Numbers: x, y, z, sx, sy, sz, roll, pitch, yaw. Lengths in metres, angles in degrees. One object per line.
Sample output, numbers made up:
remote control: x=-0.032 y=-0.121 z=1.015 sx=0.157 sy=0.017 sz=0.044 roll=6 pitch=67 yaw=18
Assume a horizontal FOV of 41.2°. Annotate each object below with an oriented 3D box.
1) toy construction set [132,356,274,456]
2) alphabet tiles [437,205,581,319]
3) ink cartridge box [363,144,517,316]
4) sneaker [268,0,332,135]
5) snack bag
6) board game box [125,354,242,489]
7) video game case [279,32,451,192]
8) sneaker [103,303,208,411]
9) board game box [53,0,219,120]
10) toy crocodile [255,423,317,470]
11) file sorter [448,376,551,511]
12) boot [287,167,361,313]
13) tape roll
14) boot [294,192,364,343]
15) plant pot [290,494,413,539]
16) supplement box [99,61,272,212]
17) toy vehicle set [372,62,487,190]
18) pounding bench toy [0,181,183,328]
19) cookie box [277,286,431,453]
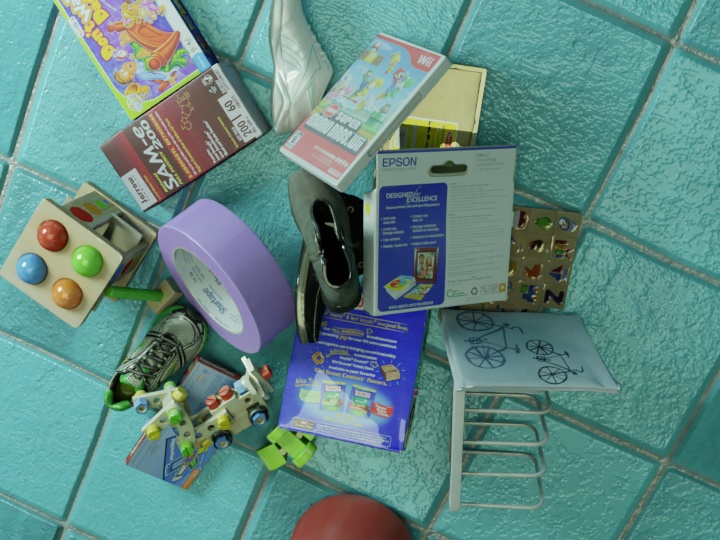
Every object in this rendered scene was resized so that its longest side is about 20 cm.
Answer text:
toy construction set: x=-0.196 y=0.179 z=1.300 sx=0.199 sy=0.092 sz=0.131 roll=-24 pitch=123 yaw=14
alphabet tiles: x=0.193 y=0.011 z=1.264 sx=0.166 sy=0.008 sz=0.201 roll=6 pitch=110 yaw=-2
ink cartridge box: x=0.097 y=-0.053 z=1.176 sx=0.196 sy=0.047 sz=0.202 roll=-5 pitch=104 yaw=-24
sneaker: x=-0.077 y=-0.275 z=1.217 sx=0.080 sy=0.070 sz=0.202 roll=-3 pitch=108 yaw=-7
snack bag: x=0.204 y=0.100 z=1.191 sx=0.198 sy=0.189 sz=0.022 roll=2 pitch=116 yaw=-5
board game box: x=-0.241 y=0.220 z=1.370 sx=0.103 sy=0.019 sz=0.200 roll=30 pitch=108 yaw=-22
video game case: x=0.002 y=-0.196 z=1.159 sx=0.200 sy=0.143 sz=0.017 roll=-50 pitch=131 yaw=-4
sneaker: x=-0.282 y=0.128 z=1.325 sx=0.078 sy=0.085 sz=0.200 roll=39 pitch=114 yaw=-6
board game box: x=-0.294 y=-0.316 z=1.241 sx=0.134 sy=0.045 sz=0.201 roll=-30 pitch=99 yaw=14
toy crocodile: x=-0.069 y=0.209 z=1.345 sx=0.067 sy=0.062 sz=0.200 roll=42 pitch=102 yaw=-4
file sorter: x=0.179 y=0.192 z=1.250 sx=0.124 sy=0.139 sz=0.201 roll=1 pitch=112 yaw=4
boot: x=-0.040 y=-0.056 z=1.124 sx=0.067 sy=0.131 sz=0.201 roll=-17 pitch=70 yaw=-5
tape roll: x=-0.173 y=0.009 z=1.232 sx=0.066 sy=0.200 sz=0.201 roll=-40 pitch=98 yaw=-25
boot: x=0.000 y=-0.001 z=1.213 sx=0.153 sy=0.074 sz=0.205 roll=8 pitch=77 yaw=2
plant pot: x=-0.031 y=0.439 z=1.323 sx=0.199 sy=0.177 sz=0.202 roll=3 pitch=104 yaw=13
supplement box: x=-0.230 y=-0.176 z=1.261 sx=0.199 sy=0.061 sz=0.109 roll=-31 pitch=99 yaw=15
toy vehicle set: x=0.086 y=-0.169 z=1.234 sx=0.123 sy=0.027 sz=0.201 roll=10 pitch=106 yaw=5
pounding bench toy: x=-0.343 y=0.000 z=1.274 sx=0.199 sy=0.156 sz=0.125 roll=36 pitch=106 yaw=-3
cookie box: x=-0.004 y=0.124 z=1.267 sx=0.170 sy=0.075 sz=0.201 roll=11 pitch=85 yaw=6
